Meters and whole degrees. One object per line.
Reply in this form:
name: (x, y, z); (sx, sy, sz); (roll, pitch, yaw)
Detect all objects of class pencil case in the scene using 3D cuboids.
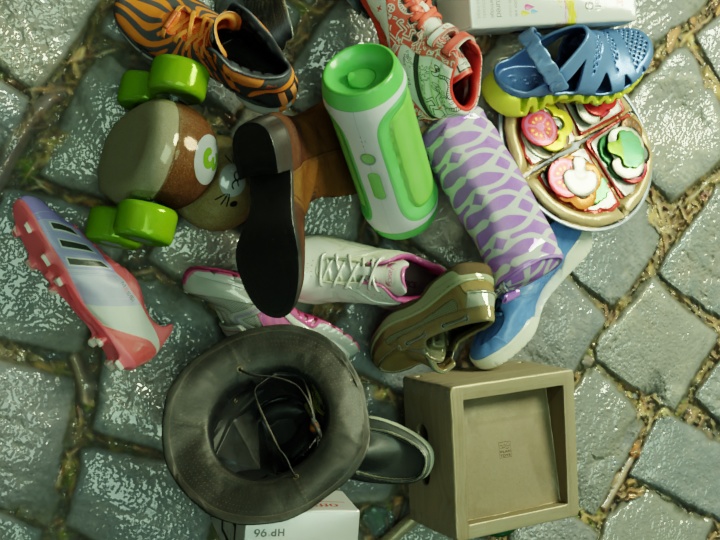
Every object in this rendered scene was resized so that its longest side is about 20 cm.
pencil case: (0.132, -0.070, 1.147); (0.083, 0.086, 0.202); (-15, 70, -25)

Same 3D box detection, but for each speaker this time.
speaker: (0.022, -0.123, 1.105); (0.088, 0.088, 0.201); (-35, 139, -12)

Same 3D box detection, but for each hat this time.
hat: (-0.092, 0.152, 1.074); (0.198, 0.081, 0.203); (3, 68, -8)

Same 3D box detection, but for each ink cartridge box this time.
ink cartridge box: (-0.072, 0.247, 1.097); (0.115, 0.200, 0.069); (2, 98, -19)
ink cartridge box: (0.184, -0.327, 1.182); (0.198, 0.087, 0.147); (-6, 97, -20)

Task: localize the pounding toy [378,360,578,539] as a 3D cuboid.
pounding toy: (0.119, 0.209, 1.209); (0.182, 0.142, 0.203); (-5, 94, -26)

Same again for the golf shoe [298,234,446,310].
golf shoe: (0.000, 0.000, 1.150); (0.198, 0.091, 0.076); (5, 83, -19)

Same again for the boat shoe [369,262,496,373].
boat shoe: (0.070, 0.069, 1.130); (0.071, 0.200, 0.077); (1, 62, -27)

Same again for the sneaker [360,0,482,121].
sneaker: (0.061, -0.244, 1.093); (0.067, 0.107, 0.204); (-31, 117, -39)

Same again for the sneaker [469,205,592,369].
sneaker: (0.159, 0.001, 1.214); (0.111, 0.077, 0.200); (43, 79, -22)

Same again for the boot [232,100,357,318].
boot: (-0.056, -0.067, 1.099); (0.068, 0.200, 0.191); (-8, 99, 24)

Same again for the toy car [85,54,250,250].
toy car: (-0.139, -0.088, 1.075); (0.198, 0.157, 0.166); (17, 80, -31)

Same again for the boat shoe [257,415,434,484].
boat shoe: (-0.025, 0.181, 1.137); (0.198, 0.068, 0.073); (13, 100, 7)

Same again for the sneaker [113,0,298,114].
sneaker: (-0.144, -0.225, 1.045); (0.198, 0.112, 0.078); (26, 81, 3)

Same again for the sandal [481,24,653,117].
sandal: (0.226, -0.220, 1.172); (0.198, 0.087, 0.080); (-18, 60, -22)

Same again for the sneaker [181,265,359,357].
sneaker: (-0.099, 0.065, 1.132); (0.199, 0.081, 0.089); (32, 84, -18)

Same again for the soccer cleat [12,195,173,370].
soccer cleat: (-0.260, 0.006, 1.085); (0.076, 0.066, 0.201); (-41, 107, -29)

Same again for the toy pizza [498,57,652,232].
toy pizza: (0.239, -0.141, 1.213); (0.198, 0.032, 0.203); (8, 71, -22)

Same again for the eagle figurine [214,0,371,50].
eagle figurine: (-0.075, -0.327, 1.090); (0.150, 0.152, 0.201); (5, 134, 19)
